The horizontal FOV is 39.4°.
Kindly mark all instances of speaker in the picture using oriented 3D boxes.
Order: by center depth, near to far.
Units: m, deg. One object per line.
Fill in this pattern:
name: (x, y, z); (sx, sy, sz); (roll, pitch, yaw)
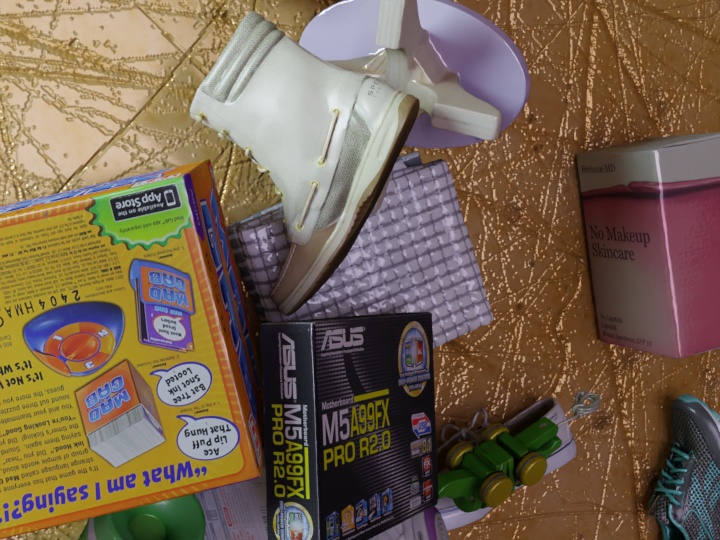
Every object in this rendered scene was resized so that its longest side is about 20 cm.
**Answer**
speaker: (-0.186, 0.236, 0.752); (0.088, 0.089, 0.200); (15, 130, -24)

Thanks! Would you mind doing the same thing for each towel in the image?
towel: (0.000, 0.000, 0.884); (0.200, 0.086, 0.166); (-23, 101, -19)

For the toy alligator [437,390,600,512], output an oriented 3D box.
toy alligator: (0.141, 0.170, 0.903); (0.200, 0.059, 0.054); (-22, 130, -29)

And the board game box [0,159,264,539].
board game box: (-0.187, 0.044, 0.712); (0.200, 0.200, 0.200); (-13, 100, -2)

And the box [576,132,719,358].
box: (0.301, -0.028, 0.986); (0.109, 0.128, 0.200); (-13, 98, -21)

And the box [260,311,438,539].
box: (-0.001, 0.113, 0.751); (0.200, 0.044, 0.160); (2, 86, -63)

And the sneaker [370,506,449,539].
sneaker: (0.012, 0.187, 0.887); (0.100, 0.075, 0.200); (-21, 65, 16)

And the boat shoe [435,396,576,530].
boat shoe: (0.116, 0.172, 0.951); (0.202, 0.075, 0.086); (-22, 103, -23)

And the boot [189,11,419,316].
boot: (-0.063, -0.078, 0.769); (0.155, 0.072, 0.200); (30, 113, 3)

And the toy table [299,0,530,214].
toy table: (0.029, -0.150, 0.813); (0.200, 0.117, 0.184); (4, 114, 18)

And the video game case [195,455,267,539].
video game case: (-0.113, 0.246, 0.815); (0.181, 0.045, 0.200); (-10, 101, 21)

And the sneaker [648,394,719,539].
sneaker: (0.345, 0.232, 1.058); (0.091, 0.078, 0.200); (-13, 98, -18)
